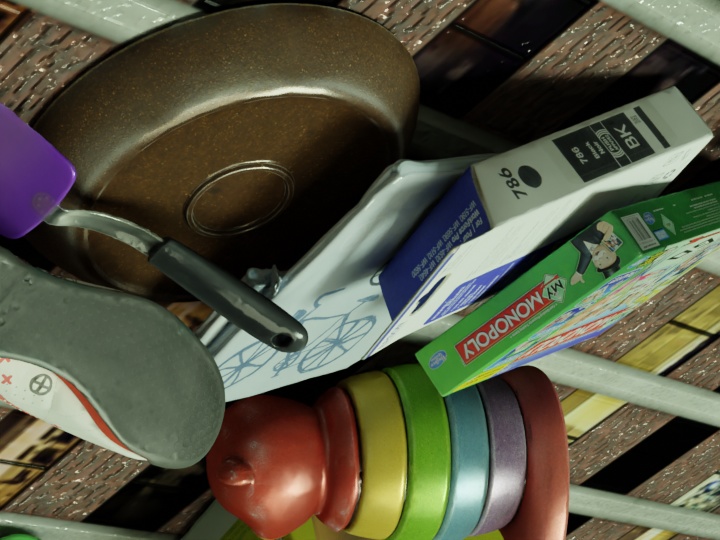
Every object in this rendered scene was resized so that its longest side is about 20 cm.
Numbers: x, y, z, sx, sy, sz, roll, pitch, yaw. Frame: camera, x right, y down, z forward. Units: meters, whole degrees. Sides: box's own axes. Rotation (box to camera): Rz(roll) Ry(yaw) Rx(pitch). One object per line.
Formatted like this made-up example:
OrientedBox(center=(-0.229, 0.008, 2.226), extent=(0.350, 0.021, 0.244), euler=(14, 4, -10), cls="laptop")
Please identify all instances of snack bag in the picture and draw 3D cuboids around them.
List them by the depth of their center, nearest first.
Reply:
OrientedBox(center=(0.000, 0.000, 0.966), extent=(0.200, 0.021, 0.189), euler=(-44, 162, 29), cls="snack bag")

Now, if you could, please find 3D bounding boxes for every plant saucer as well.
OrientedBox(center=(-0.061, -0.043, 0.895), extent=(0.200, 0.035, 0.200), euler=(-16, 150, -10), cls="plant saucer")

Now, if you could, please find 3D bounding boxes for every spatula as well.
OrientedBox(center=(-0.102, -0.014, 0.846), extent=(0.200, 0.021, 0.057), euler=(30, 127, -26), cls="spatula")

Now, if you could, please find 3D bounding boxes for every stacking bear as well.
OrientedBox(center=(0.009, 0.110, 1.116), extent=(0.200, 0.121, 0.114), euler=(0, 113, -17), cls="stacking bear")

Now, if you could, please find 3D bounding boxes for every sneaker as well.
OrientedBox(center=(-0.157, 0.030, 0.871), extent=(0.108, 0.067, 0.201), euler=(7, 163, 42), cls="sneaker")

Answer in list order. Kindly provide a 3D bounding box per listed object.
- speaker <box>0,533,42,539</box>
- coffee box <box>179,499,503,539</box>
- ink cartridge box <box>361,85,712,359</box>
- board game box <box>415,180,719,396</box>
OrientedBox(center=(-0.256, 0.240, 1.161), extent=(0.200, 0.088, 0.088), euler=(-38, 147, 25), cls="speaker")
OrientedBox(center=(-0.002, 0.247, 1.229), extent=(0.200, 0.198, 0.200), euler=(4, 141, -38), cls="coffee box")
OrientedBox(center=(0.080, -0.026, 0.947), extent=(0.200, 0.039, 0.099), euler=(-24, 161, -42), cls="ink cartridge box")
OrientedBox(center=(0.129, 0.005, 1.028), extent=(0.135, 0.029, 0.200), euler=(-39, 168, 29), cls="board game box")
